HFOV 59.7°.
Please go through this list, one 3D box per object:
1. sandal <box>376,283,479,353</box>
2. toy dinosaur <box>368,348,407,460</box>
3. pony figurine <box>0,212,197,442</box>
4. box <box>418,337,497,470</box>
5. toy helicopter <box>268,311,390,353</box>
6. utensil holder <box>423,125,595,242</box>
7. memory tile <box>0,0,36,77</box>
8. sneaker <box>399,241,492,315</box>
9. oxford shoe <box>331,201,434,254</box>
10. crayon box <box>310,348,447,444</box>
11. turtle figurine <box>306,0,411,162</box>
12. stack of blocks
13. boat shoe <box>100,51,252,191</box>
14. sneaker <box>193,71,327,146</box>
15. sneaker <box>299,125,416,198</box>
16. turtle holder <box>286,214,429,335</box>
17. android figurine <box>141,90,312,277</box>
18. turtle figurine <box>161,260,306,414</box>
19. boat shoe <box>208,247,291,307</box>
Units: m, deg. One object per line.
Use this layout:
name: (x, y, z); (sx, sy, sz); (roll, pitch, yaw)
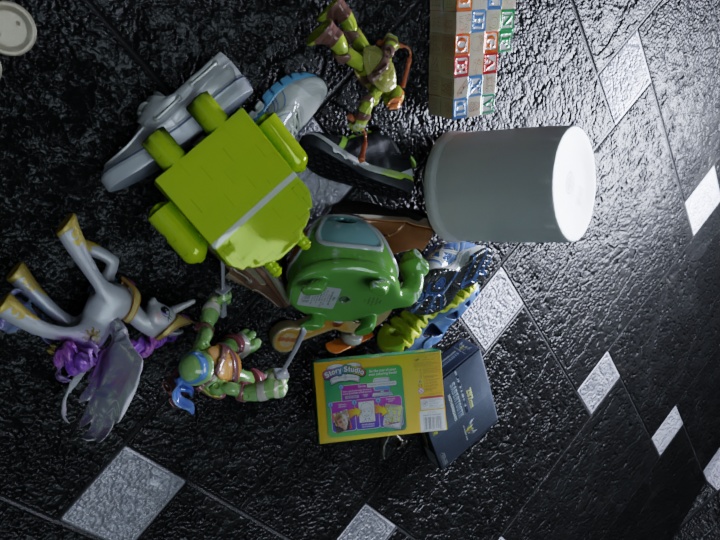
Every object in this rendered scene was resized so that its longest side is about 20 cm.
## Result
sandal: (0.118, 0.083, 1.046); (0.199, 0.079, 0.087); (-37, 130, -7)
toy dinosaur: (0.055, 0.229, 1.051); (0.076, 0.102, 0.202); (-18, 128, -21)
pony figurine: (-0.294, 0.067, 0.691); (0.200, 0.165, 0.194); (46, 65, -35)
box: (0.171, 0.250, 1.167); (0.157, 0.051, 0.202); (-34, 125, -22)
toy helicopter: (-0.041, 0.076, 0.937); (0.198, 0.079, 0.134); (-21, 130, -16)
utensil holder: (0.218, -0.124, 0.915); (0.169, 0.198, 0.173); (-6, 98, -48)
memory tile: (-0.411, -0.205, 0.565); (0.201, 0.017, 0.153); (-51, 130, -8)
sneaker: (0.122, 0.007, 0.996); (0.199, 0.077, 0.077); (-24, 130, -36)
oxford shoe: (0.037, -0.058, 0.926); (0.198, 0.071, 0.072); (7, 109, -39)
crayon box: (0.027, 0.187, 0.950); (0.197, 0.058, 0.121); (-4, 87, -6)
turtle figurine: (0.006, -0.253, 0.794); (0.161, 0.064, 0.202); (39, 63, -32)
stack of blocks: (0.160, -0.330, 0.905); (0.114, 0.058, 0.203); (-16, 118, -31)
boat shoe: (-0.215, -0.167, 0.702); (0.200, 0.073, 0.066); (-42, 100, -16)
sneaker: (-0.102, -0.157, 0.753); (0.200, 0.086, 0.075); (-44, 155, -18)
sneaker: (-0.001, -0.163, 0.868); (0.198, 0.071, 0.084); (17, 75, -41)
turtle holder: (-0.006, -0.005, 0.827); (0.183, 0.133, 0.141); (-10, 146, 10)
android figurine: (-0.134, -0.085, 0.678); (0.182, 0.041, 0.200); (-45, 106, -14)
turtle figurine: (-0.134, 0.092, 0.772); (0.194, 0.142, 0.202); (70, 44, -77)
boat shoe: (-0.147, -0.017, 0.815); (0.071, 0.076, 0.201); (-18, 136, 10)
